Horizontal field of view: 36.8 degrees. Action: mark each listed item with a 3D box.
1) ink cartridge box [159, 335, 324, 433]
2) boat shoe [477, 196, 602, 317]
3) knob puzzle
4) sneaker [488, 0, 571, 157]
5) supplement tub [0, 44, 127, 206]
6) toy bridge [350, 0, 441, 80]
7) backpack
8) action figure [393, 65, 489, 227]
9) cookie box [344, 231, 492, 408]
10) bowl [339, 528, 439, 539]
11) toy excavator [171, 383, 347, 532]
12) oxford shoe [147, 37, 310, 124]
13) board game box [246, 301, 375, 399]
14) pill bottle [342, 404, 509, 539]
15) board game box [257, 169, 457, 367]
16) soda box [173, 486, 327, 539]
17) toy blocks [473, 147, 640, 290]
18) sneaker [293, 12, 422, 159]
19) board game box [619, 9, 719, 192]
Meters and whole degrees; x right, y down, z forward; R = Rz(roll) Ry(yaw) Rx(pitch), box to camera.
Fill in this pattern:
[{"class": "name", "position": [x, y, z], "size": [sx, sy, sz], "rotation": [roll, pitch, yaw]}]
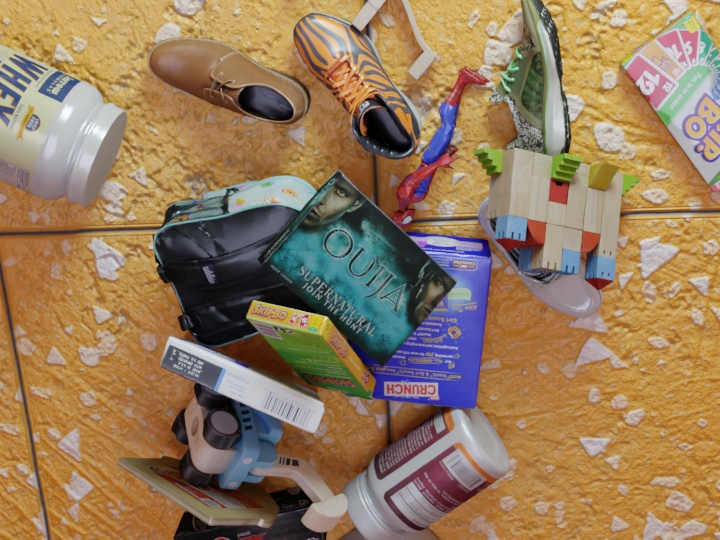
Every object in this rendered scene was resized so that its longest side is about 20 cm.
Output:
[{"class": "ink cartridge box", "position": [-0.142, 0.135, 1.320], "size": [0.197, 0.200, 0.044], "rotation": [23, 86, -3]}, {"class": "boat shoe", "position": [0.214, -0.007, 1.304], "size": [0.200, 0.067, 0.074], "rotation": [40, 109, -9]}, {"class": "knob puzzle", "position": [-0.191, 0.292, 1.392], "size": [0.218, 0.220, 0.031], "rotation": [20, 92, -2]}, {"class": "sneaker", "position": [0.186, -0.216, 1.232], "size": [0.088, 0.077, 0.202], "rotation": [-6, 107, 16]}, {"class": "supplement tub", "position": [-0.388, -0.170, 1.257], "size": [0.199, 0.145, 0.146], "rotation": [23, 110, -4]}, {"class": "toy bridge", "position": [0.016, -0.304, 1.234], "size": [0.200, 0.027, 0.067], "rotation": [39, 107, -9]}, {"class": "backpack", "position": [-0.122, -0.020, 1.283], "size": [0.198, 0.154, 0.177], "rotation": [-12, 114, 15]}, {"class": "action figure", "position": [0.090, -0.138, 1.268], "size": [0.051, 0.065, 0.201], "rotation": [30, 108, -1]}, {"class": "cookie box", "position": [0.068, 0.059, 1.337], "size": [0.169, 0.075, 0.202], "rotation": [6, 110, 3]}, {"class": "bowl", "position": [0.041, 0.451, 1.485], "size": [0.200, 0.075, 0.200], "rotation": [-38, 103, 15]}, {"class": "toy excavator", "position": [-0.123, 0.236, 1.384], "size": [0.198, 0.195, 0.100], "rotation": [12, 128, -29]}, {"class": "oxford shoe", "position": [-0.157, -0.221, 1.259], "size": [0.198, 0.071, 0.072], "rotation": [17, 112, 0]}, {"class": "board game box", "position": [-0.051, 0.097, 1.253], "size": [0.095, 0.030, 0.200], "rotation": [11, 154, 25]}, {"class": "pill bottle", "position": [0.082, 0.263, 1.390], "size": [0.199, 0.114, 0.114], "rotation": [-37, 103, 17]}, {"class": "board game box", "position": [0.000, 0.000, 1.222], "size": [0.200, 0.028, 0.135], "rotation": [41, 93, -26]}, {"class": "soda box", "position": [-0.148, 0.352, 1.470], "size": [0.198, 0.063, 0.071], "rotation": [-14, 108, 9]}, {"class": "toy blocks", "position": [0.220, -0.055, 1.236], "size": [0.198, 0.100, 0.138], "rotation": [10, 83, -23]}, {"class": "sneaker", "position": [-0.001, -0.208, 1.225], "size": [0.200, 0.112, 0.078], "rotation": [44, 108, -10]}, {"class": "board game box", "position": [0.394, -0.189, 1.245], "size": [0.095, 0.030, 0.200], "rotation": [-36, 105, 16]}]
